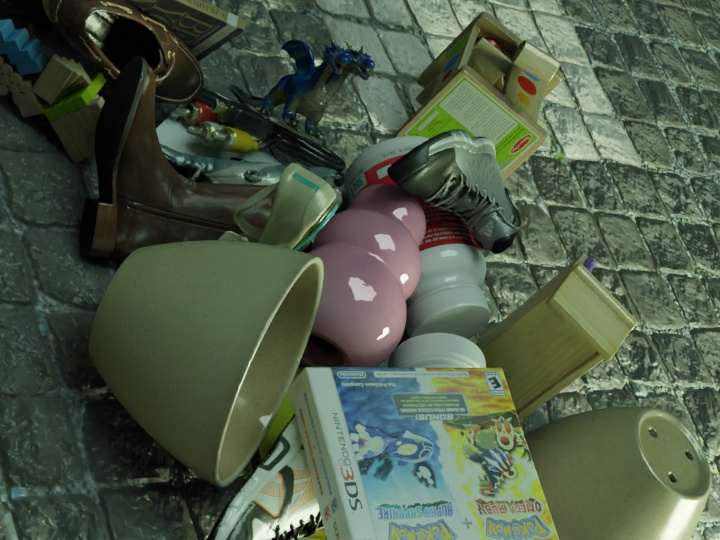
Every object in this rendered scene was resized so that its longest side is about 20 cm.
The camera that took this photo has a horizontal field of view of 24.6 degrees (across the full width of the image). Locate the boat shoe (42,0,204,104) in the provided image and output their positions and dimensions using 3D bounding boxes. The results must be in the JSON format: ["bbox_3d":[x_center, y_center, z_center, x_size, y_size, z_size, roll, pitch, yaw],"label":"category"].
[{"bbox_3d":[-0.205,-0.198,1.497,0.070,0.071,0.200,36,5,37],"label":"boat shoe"}]

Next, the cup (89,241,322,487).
[{"bbox_3d":[-0.135,0.055,1.348,0.143,0.201,0.200,23,36,9],"label":"cup"}]

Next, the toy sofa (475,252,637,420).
[{"bbox_3d":[0.177,0.077,1.617,0.083,0.200,0.098,46,42,-1],"label":"toy sofa"}]

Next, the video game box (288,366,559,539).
[{"bbox_3d":[0.053,0.167,1.376,0.199,0.047,0.183,2,57,-29],"label":"video game box"}]

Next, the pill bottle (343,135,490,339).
[{"bbox_3d":[0.061,-0.027,1.668,0.112,0.112,0.201,8,51,-40],"label":"pill bottle"}]

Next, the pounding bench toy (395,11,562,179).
[{"bbox_3d":[0.160,-0.212,1.861,0.124,0.200,0.156,37,39,-13],"label":"pounding bench toy"}]

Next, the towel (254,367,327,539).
[{"bbox_3d":[-0.060,0.169,1.454,0.086,0.018,0.201,15,47,-40],"label":"towel"}]

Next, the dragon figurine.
[{"bbox_3d":[-0.055,-0.191,1.642,0.059,0.100,0.200,25,0,-30],"label":"dragon figurine"}]

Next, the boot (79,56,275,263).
[{"bbox_3d":[-0.140,-0.084,1.480,0.199,0.187,0.064,9,14,-29],"label":"boot"}]

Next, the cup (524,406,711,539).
[{"bbox_3d":[0.259,0.213,1.622,0.200,0.143,0.201,27,41,-25],"label":"cup"}]

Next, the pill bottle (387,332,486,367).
[{"bbox_3d":[0.073,0.163,1.507,0.113,0.113,0.201,26,42,-26],"label":"pill bottle"}]

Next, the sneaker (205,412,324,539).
[{"bbox_3d":[-0.064,0.195,1.354,0.080,0.074,0.200,37,48,2],"label":"sneaker"}]

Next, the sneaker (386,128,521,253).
[{"bbox_3d":[0.105,-0.070,1.581,0.116,0.075,0.200,61,26,9],"label":"sneaker"}]

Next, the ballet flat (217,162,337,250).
[{"bbox_3d":[-0.091,-0.023,1.442,0.069,0.200,0.070,22,44,-23],"label":"ballet flat"}]

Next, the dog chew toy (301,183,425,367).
[{"bbox_3d":[0.000,0.000,1.548,0.124,0.124,0.201,36,56,-14],"label":"dog chew toy"}]

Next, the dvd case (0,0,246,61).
[{"bbox_3d":[-0.229,-0.240,1.549,0.199,0.148,0.016,19,65,-32],"label":"dvd case"}]

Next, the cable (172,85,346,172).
[{"bbox_3d":[-0.103,-0.130,1.632,0.097,0.050,0.200,38,10,39],"label":"cable"}]

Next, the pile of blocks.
[{"bbox_3d":[-0.289,-0.186,1.491,0.200,0.082,0.062,38,37,-12],"label":"pile of blocks"}]

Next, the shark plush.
[{"bbox_3d":[-0.110,-0.078,1.575,0.199,0.091,0.083,4,31,-17],"label":"shark plush"}]

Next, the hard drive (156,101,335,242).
[{"bbox_3d":[-0.117,-0.078,1.611,0.200,0.026,0.132,43,37,-6],"label":"hard drive"}]
